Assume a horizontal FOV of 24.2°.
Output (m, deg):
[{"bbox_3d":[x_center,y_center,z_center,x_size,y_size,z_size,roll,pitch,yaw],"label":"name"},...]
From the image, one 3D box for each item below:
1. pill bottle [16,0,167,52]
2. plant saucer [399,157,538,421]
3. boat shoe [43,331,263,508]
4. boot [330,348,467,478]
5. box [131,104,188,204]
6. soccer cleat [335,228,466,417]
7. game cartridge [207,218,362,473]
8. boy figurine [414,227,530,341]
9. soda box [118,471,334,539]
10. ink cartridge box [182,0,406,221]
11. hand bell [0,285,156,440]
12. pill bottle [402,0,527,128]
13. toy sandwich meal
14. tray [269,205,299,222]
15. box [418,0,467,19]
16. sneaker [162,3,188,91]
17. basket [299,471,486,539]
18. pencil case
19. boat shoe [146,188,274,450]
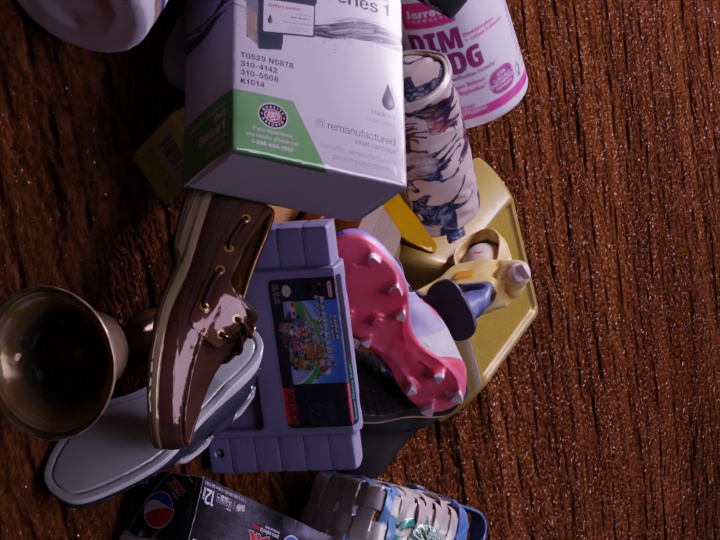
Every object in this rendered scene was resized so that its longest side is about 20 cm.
[{"bbox_3d":[-0.157,-0.258,1.169,0.111,0.110,0.201,58,46,-42],"label":"pill bottle"},{"bbox_3d":[0.118,0.019,1.685,0.200,0.048,0.201,-48,131,-44],"label":"plant saucer"},{"bbox_3d":[-0.146,0.117,1.240,0.200,0.076,0.060,-34,150,-28],"label":"boat shoe"},{"bbox_3d":[-0.018,0.136,1.444,0.199,0.138,0.078,9,45,-37],"label":"boot"},{"bbox_3d":[-0.080,-0.124,1.296,0.200,0.075,0.050,-34,89,-41],"label":"box"},{"bbox_3d":[0.027,0.035,1.371,0.200,0.066,0.077,54,18,-31],"label":"soccer cleat"},{"bbox_3d":[-0.068,0.062,1.317,0.038,0.129,0.201,-44,129,-67],"label":"game cartridge"},{"bbox_3d":[0.101,0.013,1.522,0.065,0.124,0.200,67,27,-9],"label":"boy figurine"},{"bbox_3d":[-0.103,0.215,1.327,0.200,0.070,0.064,38,60,-53],"label":"soda box"},{"bbox_3d":[-0.048,-0.152,1.225,0.145,0.084,0.201,10,67,-29],"label":"ink cartridge box"},{"bbox_3d":[-0.176,0.053,1.210,0.200,0.104,0.105,-15,105,-69],"label":"hand bell"},{"bbox_3d":[0.076,-0.240,1.538,0.114,0.113,0.201,-54,134,-41],"label":"pill bottle"},{"bbox_3d":[0.000,0.000,1.447,0.205,0.070,0.206,-34,131,-50],"label":"toy sandwich meal"},{"bbox_3d":[-0.062,-0.111,1.401,0.200,0.037,0.099,-59,138,-38],"label":"tray"},{"bbox_3d":[0.024,-0.322,1.333,0.124,0.149,0.200,-48,122,2],"label":"box"},{"bbox_3d":[-0.082,-0.198,1.332,0.200,0.076,0.081,-45,174,-28],"label":"sneaker"},{"bbox_3d":[0.028,0.272,1.473,0.200,0.139,0.177,34,70,-49],"label":"basket"},{"bbox_3d":[0.056,-0.111,1.511,0.090,0.078,0.200,-55,150,-26],"label":"pencil case"},{"bbox_3d":[-0.108,0.032,1.201,0.072,0.067,0.201,85,14,-69],"label":"boat shoe"}]
